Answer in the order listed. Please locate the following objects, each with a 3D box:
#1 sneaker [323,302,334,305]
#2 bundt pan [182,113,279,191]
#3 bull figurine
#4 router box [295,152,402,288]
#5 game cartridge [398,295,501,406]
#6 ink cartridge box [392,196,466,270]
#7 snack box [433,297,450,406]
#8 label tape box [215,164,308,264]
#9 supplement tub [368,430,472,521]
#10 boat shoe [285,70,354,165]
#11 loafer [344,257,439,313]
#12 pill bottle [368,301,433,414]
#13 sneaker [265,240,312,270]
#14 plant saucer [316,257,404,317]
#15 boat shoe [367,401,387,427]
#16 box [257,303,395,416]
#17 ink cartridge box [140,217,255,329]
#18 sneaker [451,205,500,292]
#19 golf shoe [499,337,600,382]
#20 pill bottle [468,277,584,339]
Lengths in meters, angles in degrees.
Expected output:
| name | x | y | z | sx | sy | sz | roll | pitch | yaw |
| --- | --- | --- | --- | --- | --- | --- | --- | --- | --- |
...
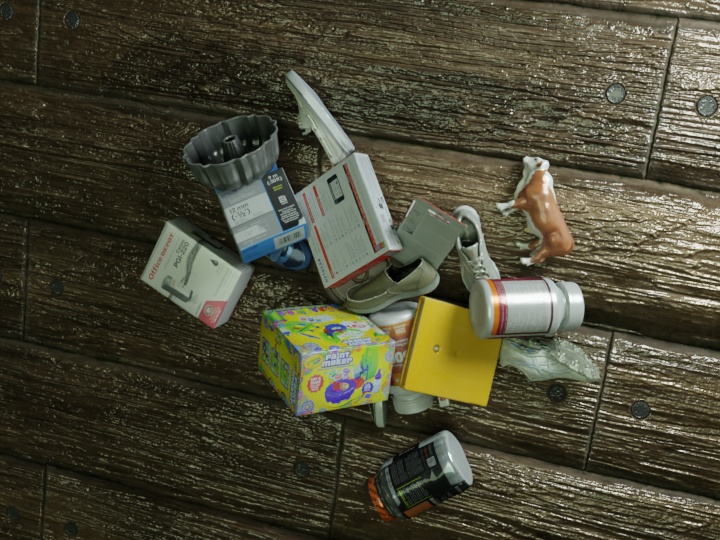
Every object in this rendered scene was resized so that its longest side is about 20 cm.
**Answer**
| name | x | y | z | sx | sy | sz | roll | pitch | yaw |
| --- | --- | --- | --- | --- | --- | --- | --- | --- | --- |
| sneaker | -0.116 | 0.150 | 1.473 | 0.073 | 0.081 | 0.203 | 32 | 90 | -37 |
| bundt pan | -0.247 | -0.226 | 1.395 | 0.195 | 0.204 | 0.077 | -6 | 127 | 13 |
| bull figurine | 0.332 | -0.112 | 1.347 | 0.119 | 0.065 | 0.205 | -24 | 91 | 18 |
| router box | -0.029 | -0.096 | 1.381 | 0.177 | 0.048 | 0.205 | -28 | 76 | 34 |
| game cartridge | 0.181 | 0.160 | 1.378 | 0.195 | 0.032 | 0.182 | 15 | 88 | -25 |
| ink cartridge box | 0.127 | -0.073 | 1.337 | 0.107 | 0.051 | 0.201 | 30 | 147 | 1 |
| snack box | 0.156 | 0.163 | 1.422 | 0.024 | 0.072 | 0.207 | -8 | 97 | 13 |
| label tape box | -0.204 | -0.135 | 1.398 | 0.140 | 0.066 | 0.204 | -22 | 70 | -9 |
| supplement tub | 0.121 | 0.425 | 1.445 | 0.197 | 0.122 | 0.125 | -30 | 92 | 14 |
| boat shoe | -0.096 | -0.301 | 1.408 | 0.069 | 0.071 | 0.202 | -37 | 97 | 12 |
| loafer | 0.054 | 0.021 | 1.373 | 0.195 | 0.076 | 0.071 | -19 | 123 | 14 |
| pill bottle | 0.087 | 0.175 | 1.415 | 0.109 | 0.112 | 0.206 | -11 | 101 | 13 |
| sneaker | -0.190 | -0.061 | 1.456 | 0.197 | 0.082 | 0.075 | 31 | 102 | 4 |
| plant saucer | 0.000 | 0.000 | 1.449 | 0.194 | 0.037 | 0.207 | 2 | 98 | 11 |
| boat shoe | 0.017 | 0.224 | 1.467 | 0.062 | 0.071 | 0.207 | -8 | 89 | 12 |
| box | -0.068 | 0.160 | 1.338 | 0.195 | 0.192 | 0.126 | -3 | 111 | -29 |
| ink cartridge box | -0.346 | 0.004 | 1.498 | 0.197 | 0.085 | 0.148 | 33 | 104 | 7 |
| sneaker | 0.219 | -0.022 | 1.370 | 0.074 | 0.092 | 0.205 | -21 | 95 | 12 |
| golf shoe | 0.368 | 0.183 | 1.392 | 0.196 | 0.078 | 0.099 | 24 | 121 | 12 |
| pill bottle | 0.312 | 0.070 | 1.332 | 0.193 | 0.110 | 0.113 | -1 | 99 | -10 |
